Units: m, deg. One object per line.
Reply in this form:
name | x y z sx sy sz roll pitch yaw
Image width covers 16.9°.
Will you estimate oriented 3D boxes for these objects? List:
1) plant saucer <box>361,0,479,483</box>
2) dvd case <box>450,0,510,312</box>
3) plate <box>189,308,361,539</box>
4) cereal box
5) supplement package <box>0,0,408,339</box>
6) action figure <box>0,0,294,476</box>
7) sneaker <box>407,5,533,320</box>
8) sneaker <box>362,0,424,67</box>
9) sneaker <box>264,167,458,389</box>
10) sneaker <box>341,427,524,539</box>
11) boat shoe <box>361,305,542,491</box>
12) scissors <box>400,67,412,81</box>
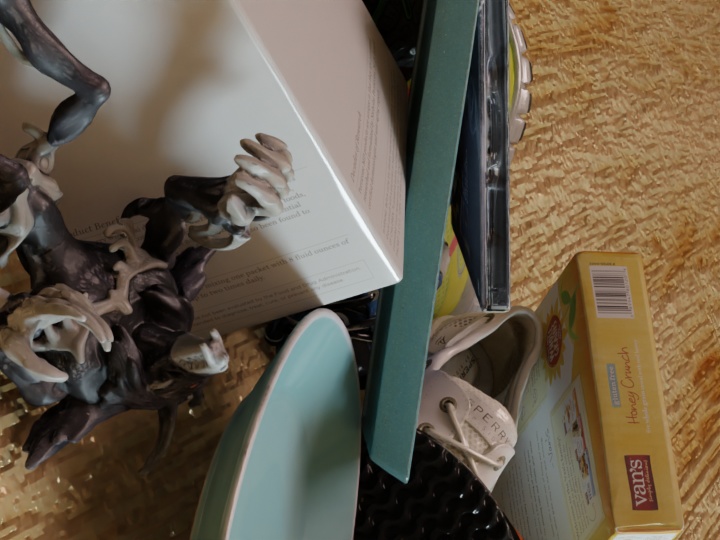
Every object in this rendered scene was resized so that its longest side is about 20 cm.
plant saucer | 0.023 -0.021 0.960 0.070 0.019 0.201 -110 -152 -78
dvd case | 0.050 -0.075 1.048 0.200 0.016 0.150 -94 -177 -79
plate | -0.036 0.113 0.907 0.200 0.025 0.201 8 90 -78
cereal box | 0.102 0.098 1.205 0.200 0.039 0.145 118 -30 -61
supplement package | -0.075 -0.086 0.892 0.120 0.121 0.200 -87 154 -45
action figure | -0.089 -0.010 0.803 0.119 0.102 0.200 -49 125 -28
sneaker | 0.030 -0.065 1.209 0.090 0.078 0.201 8 83 -55
sneaker | -0.009 -0.170 1.043 0.085 0.078 0.201 9 46 -52
sneaker | 0.000 0.000 1.065 0.200 0.078 0.090 70 32 -66
sneaker | 0.057 0.150 1.047 0.200 0.070 0.090 49 -1 2
boat shoe | 0.038 0.077 1.119 0.071 0.069 0.200 49 36 -18
scissors | 0.020 -0.093 1.147 0.200 0.014 0.073 -28 144 -59
